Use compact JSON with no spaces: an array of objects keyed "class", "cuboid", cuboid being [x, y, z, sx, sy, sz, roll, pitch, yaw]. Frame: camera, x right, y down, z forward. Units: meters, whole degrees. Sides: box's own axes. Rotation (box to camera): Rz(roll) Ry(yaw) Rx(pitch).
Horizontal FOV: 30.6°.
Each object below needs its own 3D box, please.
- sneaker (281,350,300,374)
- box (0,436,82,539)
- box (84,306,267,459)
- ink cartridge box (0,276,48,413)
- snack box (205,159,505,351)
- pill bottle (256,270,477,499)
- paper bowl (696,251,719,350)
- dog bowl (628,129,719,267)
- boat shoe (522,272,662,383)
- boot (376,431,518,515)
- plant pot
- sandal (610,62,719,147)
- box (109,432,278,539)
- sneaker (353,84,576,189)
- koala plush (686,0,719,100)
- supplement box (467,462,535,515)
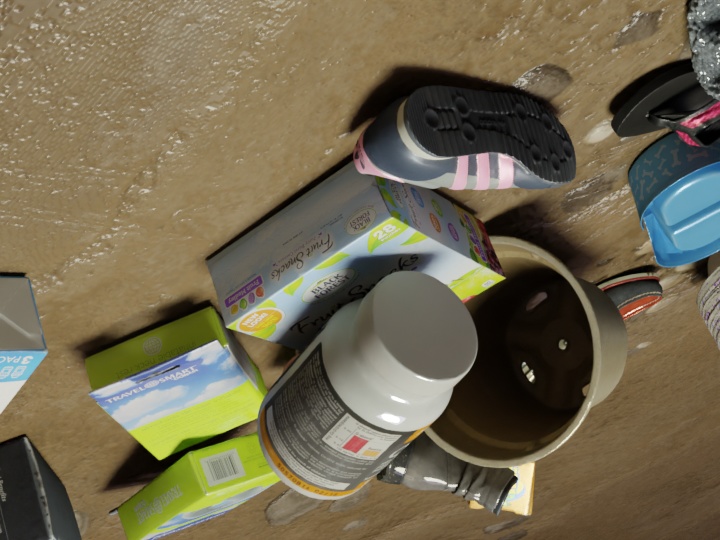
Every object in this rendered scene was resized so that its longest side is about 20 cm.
[{"class":"sneaker","cuboid":[-0.021,0.106,1.266,0.103,0.077,0.200,13,175,3]},{"class":"box","cuboid":[-0.368,0.255,1.211,0.197,0.105,0.149,-19,154,-9]},{"class":"box","cuboid":[-0.158,0.099,1.152,0.120,0.048,0.200,-23,155,0]},{"class":"ink cartridge box","cuboid":[-0.326,0.086,0.968,0.114,0.069,0.200,2,145,-41]},{"class":"snack box","cuboid":[0.000,0.000,1.074,0.168,0.068,0.199,-33,151,22]},{"class":"pill bottle","cuboid":[0.004,0.092,1.044,0.115,0.118,0.200,-4,151,-34]},{"class":"paper bowl","cuboid":[0.451,0.000,1.398,0.198,0.105,0.201,-18,154,-9]},{"class":"dog bowl","cuboid":[0.306,-0.069,1.213,0.110,0.050,0.200,-28,154,10]},{"class":"boat shoe","cuboid":[0.236,0.067,1.398,0.198,0.063,0.071,-26,152,3]},{"class":"boot","cuboid":[0.088,0.156,1.265,0.130,0.201,0.070,16,124,-3]},{"class":"plant pot","cuboid":[0.160,0.073,1.229,0.200,0.202,0.183,-35,162,24]},{"class":"sandal","cuboid":[0.296,-0.134,1.088,0.197,0.046,0.075,-9,151,-27]},{"class":"box","cuboid":[-0.156,0.216,1.305,0.121,0.048,0.200,-13,163,-39]},{"class":"sneaker","cuboid":[0.079,-0.092,0.986,0.198,0.071,0.082,8,158,-42]},{"class":"koala plush","cuboid":[0.342,-0.135,0.947,0.175,0.202,0.185,-15,154,-15]},{"class":"supplement box","cuboid":[0.148,0.176,1.380,0.065,0.200,0.070,6,113,3]}]
